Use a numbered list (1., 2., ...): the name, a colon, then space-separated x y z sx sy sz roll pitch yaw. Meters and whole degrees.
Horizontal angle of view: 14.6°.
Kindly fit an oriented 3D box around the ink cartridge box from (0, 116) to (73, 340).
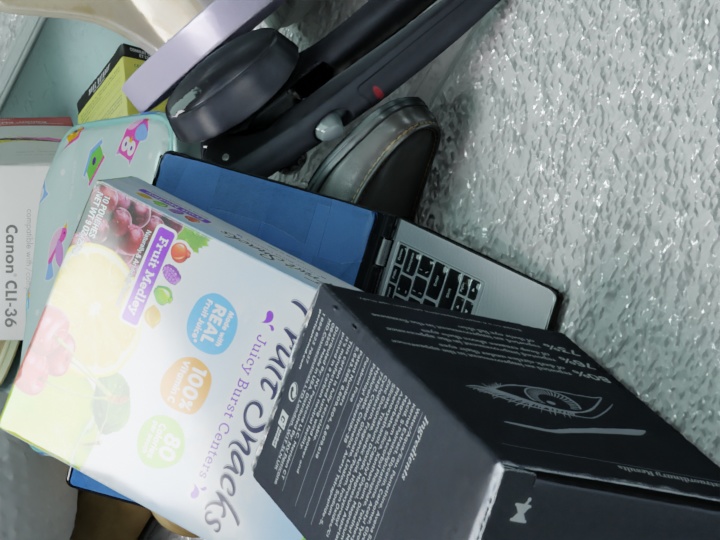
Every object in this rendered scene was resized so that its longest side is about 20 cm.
1. ink cartridge box: -0.212 -0.025 1.806 0.200 0.067 0.117 -126 36 -74

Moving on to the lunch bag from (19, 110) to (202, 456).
1. lunch bag: -0.119 0.015 1.560 0.160 0.077 0.201 -5 77 55

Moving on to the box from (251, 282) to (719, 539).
1. box: 0.063 0.100 1.270 0.200 0.147 0.105 45 118 57

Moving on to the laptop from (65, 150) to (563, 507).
1. laptop: -0.027 0.063 1.433 0.200 0.115 0.188 27 104 45

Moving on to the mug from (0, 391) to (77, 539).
1. mug: -0.250 0.178 1.679 0.201 0.147 0.176 94 -157 -50

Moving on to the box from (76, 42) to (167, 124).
1. box: -0.139 -0.041 1.782 0.075 0.050 0.201 -47 41 43

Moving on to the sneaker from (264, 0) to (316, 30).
1. sneaker: -0.023 -0.218 1.630 0.076 0.080 0.200 51 148 23

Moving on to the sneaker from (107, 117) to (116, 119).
1. sneaker: -0.084 -0.024 1.662 0.200 0.082 0.078 47 112 38

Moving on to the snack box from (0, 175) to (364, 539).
1. snack box: -0.067 0.057 1.413 0.199 0.053 0.143 27 102 15

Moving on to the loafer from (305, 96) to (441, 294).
1. loafer: 0.000 0.000 1.516 0.072 0.073 0.201 45 124 32

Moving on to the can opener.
1. can opener: -0.005 -0.109 1.486 0.199 0.079 0.064 -30 66 2

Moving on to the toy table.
1. toy table: -0.106 -0.173 1.560 0.184 0.117 0.200 -40 3 -22

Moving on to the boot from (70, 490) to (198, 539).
1. boot: -0.140 0.149 1.706 0.200 0.066 0.176 -57 26 34

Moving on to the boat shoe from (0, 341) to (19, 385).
1. boat shoe: -0.273 -0.012 1.991 0.074 0.066 0.201 -20 62 57
